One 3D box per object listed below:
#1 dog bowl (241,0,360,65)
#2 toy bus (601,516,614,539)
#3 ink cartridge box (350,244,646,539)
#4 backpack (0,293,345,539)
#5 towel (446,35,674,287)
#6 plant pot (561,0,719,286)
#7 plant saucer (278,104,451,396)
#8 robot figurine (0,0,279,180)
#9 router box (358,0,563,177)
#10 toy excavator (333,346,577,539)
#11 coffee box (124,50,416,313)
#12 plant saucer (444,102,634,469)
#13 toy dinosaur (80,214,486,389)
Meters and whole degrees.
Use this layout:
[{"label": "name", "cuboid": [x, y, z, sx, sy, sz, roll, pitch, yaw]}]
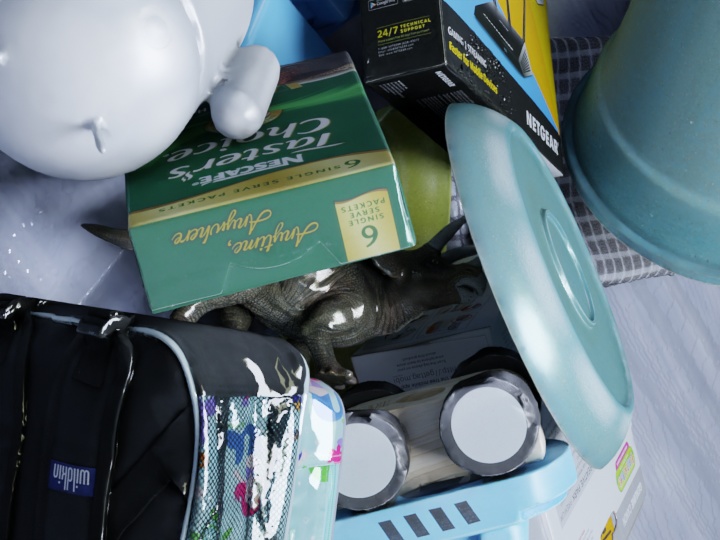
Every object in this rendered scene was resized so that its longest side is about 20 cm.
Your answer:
[{"label": "dog bowl", "cuboid": [-0.043, -0.143, 1.211, 0.111, 0.049, 0.201, 46, 56, -44]}, {"label": "toy bus", "cuboid": [0.085, 0.206, 1.389, 0.200, 0.065, 0.079, -44, 125, -44]}, {"label": "ink cartridge box", "cuboid": [0.084, 0.089, 1.261, 0.200, 0.083, 0.176, -42, 117, -65]}, {"label": "backpack", "cuboid": [-0.104, 0.120, 1.032, 0.150, 0.177, 0.201, 11, 86, -47]}, {"label": "towel", "cuboid": [0.130, -0.067, 1.423, 0.200, 0.085, 0.167, -10, 99, -53]}, {"label": "plant pot", "cuboid": [0.229, -0.127, 1.275, 0.200, 0.199, 0.197, -55, 165, -37]}, {"label": "plant saucer", "cuboid": [0.000, 0.000, 1.254, 0.200, 0.031, 0.201, 14, 90, -70]}, {"label": "robot figurine", "cuboid": [-0.115, -0.113, 1.031, 0.200, 0.169, 0.113, -64, 176, -61]}, {"label": "router box", "cuboid": [0.054, -0.144, 1.244, 0.200, 0.051, 0.150, 33, 49, -63]}, {"label": "toy excavator", "cuboid": [0.021, 0.158, 1.108, 0.100, 0.193, 0.201, -51, 125, -83]}, {"label": "coffee box", "cuboid": [-0.047, -0.047, 1.045, 0.200, 0.122, 0.044, -104, -179, -69]}, {"label": "plant saucer", "cuboid": [0.096, 0.003, 1.153, 0.201, 0.027, 0.200, 60, 14, -27]}, {"label": "toy dinosaur", "cuboid": [-0.041, 0.004, 1.122, 0.077, 0.199, 0.103, 118, -12, -63]}]
